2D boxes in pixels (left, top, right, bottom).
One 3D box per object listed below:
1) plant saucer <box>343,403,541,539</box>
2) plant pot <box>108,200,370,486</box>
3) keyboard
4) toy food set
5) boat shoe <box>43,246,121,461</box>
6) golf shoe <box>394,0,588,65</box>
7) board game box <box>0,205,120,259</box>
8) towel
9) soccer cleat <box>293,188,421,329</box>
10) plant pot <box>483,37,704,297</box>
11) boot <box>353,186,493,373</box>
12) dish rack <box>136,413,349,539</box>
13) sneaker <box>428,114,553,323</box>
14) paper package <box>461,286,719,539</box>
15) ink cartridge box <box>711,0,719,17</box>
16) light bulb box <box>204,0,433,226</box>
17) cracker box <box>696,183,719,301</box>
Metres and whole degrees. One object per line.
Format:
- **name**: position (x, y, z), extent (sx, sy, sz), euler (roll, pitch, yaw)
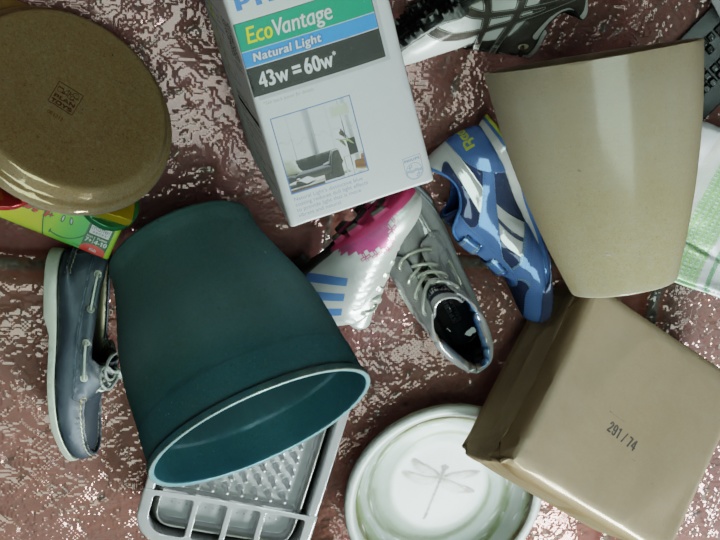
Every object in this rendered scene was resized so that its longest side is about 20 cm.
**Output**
- **plant saucer**: position (0.078, 0.213, 1.479), extent (0.199, 0.050, 0.201), euler (-4, 111, -11)
- **plant pot**: position (-0.121, 0.053, 1.278), extent (0.199, 0.200, 0.189), euler (-26, 71, -1)
- **keyboard**: position (0.373, -0.218, 1.379), extent (0.104, 0.040, 0.200), euler (41, 99, -23)
- **toy food set**: position (-0.246, -0.126, 1.210), extent (0.199, 0.199, 0.049), euler (19, 144, -24)
- **boat shoe**: position (-0.241, 0.075, 1.341), extent (0.061, 0.075, 0.201), euler (1, 103, 5)
- **golf shoe**: position (0.110, -0.211, 1.303), extent (0.199, 0.078, 0.095), euler (-29, 115, 1)
- **board game box**: position (-0.295, -0.082, 1.250), extent (0.199, 0.102, 0.048), euler (22, 104, -20)
- **towel**: position (0.344, -0.043, 1.386), extent (0.199, 0.031, 0.150), euler (20, 109, -16)
- **soccer cleat**: position (0.000, 0.000, 1.337), extent (0.086, 0.070, 0.200), euler (46, 127, -9)
- **plant pot**: position (0.213, -0.085, 1.291), extent (0.186, 0.187, 0.201), euler (-11, 98, -8)
- **boot**: position (0.064, 0.001, 1.366), extent (0.073, 0.096, 0.200), euler (-34, 114, 2)
- **dish rack**: position (-0.111, 0.170, 1.424), extent (0.171, 0.044, 0.201), euler (12, 108, -16)
- **sneaker**: position (0.120, -0.039, 1.378), extent (0.082, 0.074, 0.201), euler (-23, 106, -3)
- **paper package**: position (0.229, 0.138, 1.424), extent (0.200, 0.103, 0.191), euler (32, 79, -21)
- **ink cartridge box**: position (0.344, -0.326, 1.294), extent (0.145, 0.083, 0.200), euler (-33, 107, 1)
- **light bulb box**: position (-0.044, -0.173, 1.217), extent (0.124, 0.198, 0.201), euler (-18, 115, -7)
- **cracker box**: position (0.386, -0.043, 1.442), extent (0.134, 0.058, 0.201), euler (-30, 114, 2)
